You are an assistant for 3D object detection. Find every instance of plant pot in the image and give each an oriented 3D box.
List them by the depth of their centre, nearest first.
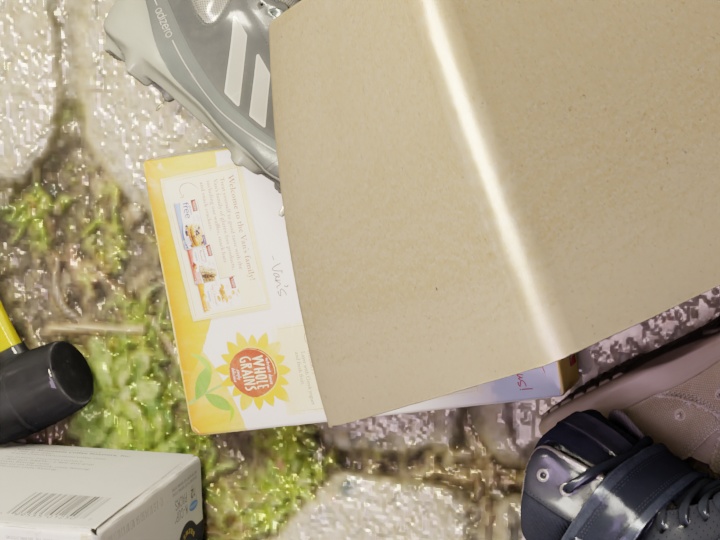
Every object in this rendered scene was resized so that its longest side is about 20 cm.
[{"bbox_3d":[0.073,-0.062,0.980,0.200,0.199,0.177,-24,89,61],"label":"plant pot"}]

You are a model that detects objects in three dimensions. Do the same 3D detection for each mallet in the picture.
[{"bbox_3d":[-0.215,-0.001,1.218,0.066,0.041,0.200,-34,84,24],"label":"mallet"}]

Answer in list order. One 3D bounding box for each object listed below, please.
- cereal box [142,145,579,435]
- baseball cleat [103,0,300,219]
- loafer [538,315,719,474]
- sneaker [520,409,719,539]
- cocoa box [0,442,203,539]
[{"bbox_3d":[0.000,0.000,1.137,0.199,0.040,0.144,-7,97,20],"label":"cereal box"},{"bbox_3d":[-0.038,-0.095,1.090,0.200,0.070,0.107,38,94,24],"label":"baseball cleat"},{"bbox_3d":[0.179,0.054,1.073,0.200,0.076,0.068,-28,93,31],"label":"loafer"},{"bbox_3d":[0.149,0.091,0.989,0.146,0.077,0.203,48,130,25],"label":"sneaker"},{"bbox_3d":[-0.194,0.168,1.189,0.199,0.133,0.132,2,103,18],"label":"cocoa box"}]
